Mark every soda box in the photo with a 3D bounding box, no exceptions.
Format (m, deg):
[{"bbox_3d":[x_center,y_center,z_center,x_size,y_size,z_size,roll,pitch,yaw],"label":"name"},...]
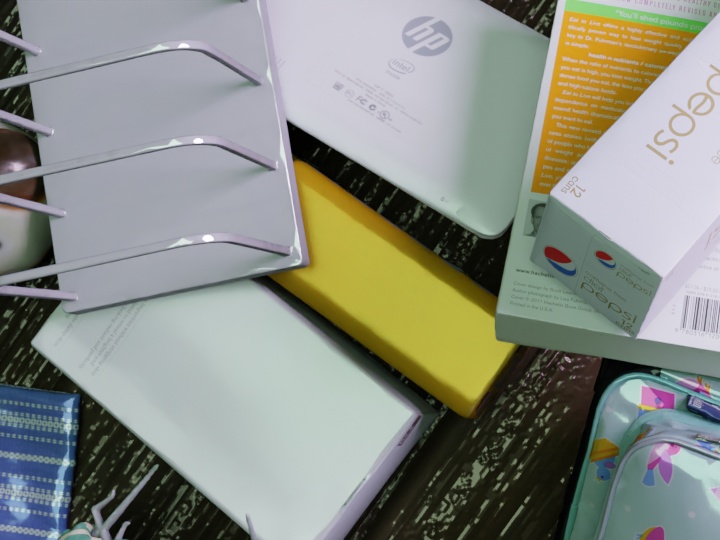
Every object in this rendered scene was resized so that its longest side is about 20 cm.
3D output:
[{"bbox_3d":[0.166,-0.066,0.714,0.064,0.068,0.200,38,69,16],"label":"soda box"}]

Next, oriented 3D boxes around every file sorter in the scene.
[{"bbox_3d":[-0.124,-0.091,0.792,0.139,0.125,0.200,-11,83,14],"label":"file sorter"}]

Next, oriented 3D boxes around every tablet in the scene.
[{"bbox_3d":[0.024,-0.110,0.852,0.200,0.014,0.130,32,64,15],"label":"tablet"}]

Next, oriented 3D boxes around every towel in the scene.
[{"bbox_3d":[-0.247,0.164,0.933,0.145,0.024,0.200,6,87,12],"label":"towel"}]

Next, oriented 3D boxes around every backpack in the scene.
[{"bbox_3d":[0.200,0.136,0.768,0.200,0.153,0.176,15,110,6],"label":"backpack"}]

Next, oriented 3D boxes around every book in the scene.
[{"bbox_3d":[0.149,-0.051,0.765,0.133,0.048,0.200,10,64,9],"label":"book"}]

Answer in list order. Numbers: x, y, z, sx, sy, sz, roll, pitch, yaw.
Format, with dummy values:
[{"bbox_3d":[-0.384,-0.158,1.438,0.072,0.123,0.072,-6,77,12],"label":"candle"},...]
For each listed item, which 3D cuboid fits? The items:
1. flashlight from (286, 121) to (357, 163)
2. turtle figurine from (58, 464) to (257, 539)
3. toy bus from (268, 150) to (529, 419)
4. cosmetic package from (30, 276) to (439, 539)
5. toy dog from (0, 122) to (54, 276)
[{"bbox_3d":[-0.051,-0.109,0.895,0.200,0.068,0.068,21,60,9],"label":"flashlight"},{"bbox_3d":[-0.121,0.193,0.835,0.150,0.101,0.200,30,128,27],"label":"turtle figurine"},{"bbox_3d":[0.000,0.000,0.864,0.200,0.078,0.065,36,93,12],"label":"toy bus"},{"bbox_3d":[-0.069,0.061,0.875,0.200,0.081,0.113,40,95,11],"label":"cosmetic package"},{"bbox_3d":[-0.263,-0.061,0.912,0.200,0.140,0.194,32,56,14],"label":"toy dog"}]
